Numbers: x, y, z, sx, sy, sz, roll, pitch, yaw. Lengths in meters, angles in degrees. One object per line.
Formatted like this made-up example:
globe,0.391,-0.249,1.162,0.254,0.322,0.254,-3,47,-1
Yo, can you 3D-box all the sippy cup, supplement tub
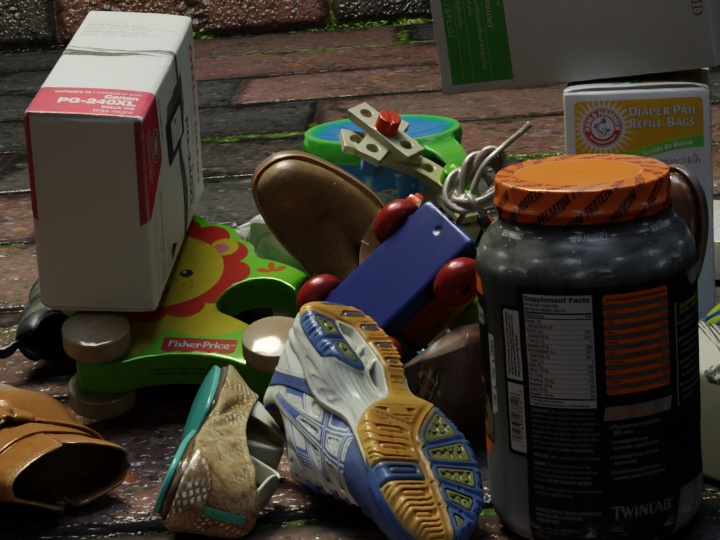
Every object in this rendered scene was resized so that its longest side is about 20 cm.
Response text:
sippy cup,0.023,-0.059,1.541,0.139,0.131,0.178,-5,15,-7
supplement tub,0.127,0.042,0.995,0.122,0.201,0.123,-4,14,1

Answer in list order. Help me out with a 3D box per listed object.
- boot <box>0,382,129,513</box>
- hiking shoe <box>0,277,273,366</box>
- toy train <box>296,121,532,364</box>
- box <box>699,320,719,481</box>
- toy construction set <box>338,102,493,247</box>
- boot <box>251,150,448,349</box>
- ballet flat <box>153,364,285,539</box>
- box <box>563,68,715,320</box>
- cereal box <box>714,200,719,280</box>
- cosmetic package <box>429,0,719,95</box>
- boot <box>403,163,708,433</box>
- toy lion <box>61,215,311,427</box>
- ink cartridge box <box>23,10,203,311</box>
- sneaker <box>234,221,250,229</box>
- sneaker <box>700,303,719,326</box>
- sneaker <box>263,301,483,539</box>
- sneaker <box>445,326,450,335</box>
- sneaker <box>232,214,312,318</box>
boot,-0.254,0.117,1.083,0.200,0.074,0.155,-20,26,-39
hiking shoe,-0.166,0.050,1.338,0.199,0.076,0.101,-2,32,16
toy train,0.062,0.005,1.167,0.200,0.116,0.085,-44,52,-1
box,0.225,0.081,1.077,0.082,0.069,0.200,-14,18,-34
toy construction set,0.031,-0.036,1.380,0.092,0.200,0.131,-20,53,-23
boot,0.000,0.000,1.242,0.074,0.200,0.076,-36,21,14
ballet flat,-0.080,0.114,1.086,0.065,0.071,0.200,23,18,-4
box,0.203,-0.043,1.289,0.101,0.201,0.113,-1,15,11
cereal box,0.321,-0.025,1.503,0.200,0.040,0.144,4,17,30
cosmetic package,0.156,-0.190,1.264,0.199,0.108,0.085,-5,13,23
boot,0.120,0.025,1.143,0.200,0.187,0.064,-12,44,-38
toy lion,-0.121,0.024,1.267,0.199,0.069,0.192,3,35,7
ink cartridge box,-0.168,-0.082,1.257,0.083,0.146,0.200,2,28,5
sneaker,-0.102,0.002,1.477,0.199,0.075,0.085,-11,19,2
sneaker,0.283,0.058,1.153,0.199,0.083,0.071,-7,32,46
sneaker,0.004,0.108,1.041,0.075,0.088,0.200,13,30,-32
sneaker,0.117,0.032,1.296,0.075,0.077,0.200,5,32,22
sneaker,-0.049,0.001,1.360,0.078,0.100,0.200,-19,-1,-27
